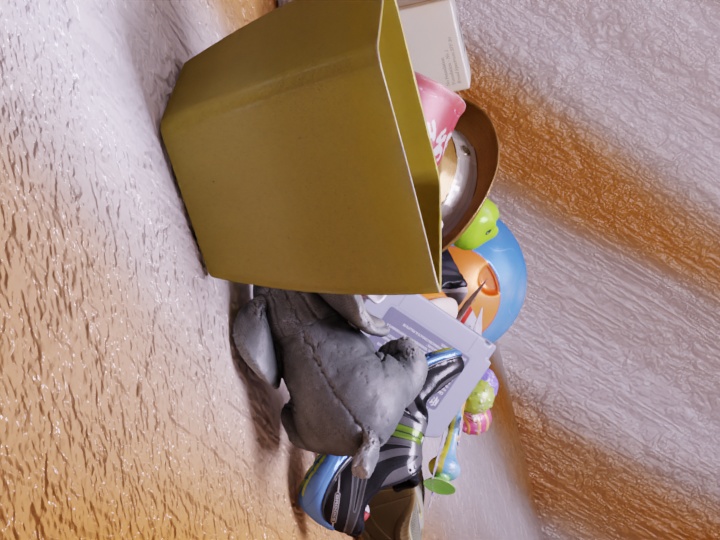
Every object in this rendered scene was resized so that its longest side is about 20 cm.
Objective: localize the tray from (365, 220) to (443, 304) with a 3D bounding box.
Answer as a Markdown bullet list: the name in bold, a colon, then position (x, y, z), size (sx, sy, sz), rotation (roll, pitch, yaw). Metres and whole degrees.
- **tray**: position (-0.027, -0.073, 1.295), size (0.200, 0.107, 0.022), rotation (46, -26, -10)

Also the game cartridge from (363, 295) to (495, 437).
- **game cartridge**: position (0.040, 0.089, 1.490), size (0.200, 0.133, 0.041), rotation (34, -3, -42)

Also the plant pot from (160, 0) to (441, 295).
- **plant pot**: position (-0.044, -0.096, 1.151), size (0.200, 0.176, 0.200), rotation (-84, 160, -61)

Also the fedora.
- **fedora**: position (0.047, -0.102, 1.503), size (0.082, 0.200, 0.201), rotation (31, 41, -39)

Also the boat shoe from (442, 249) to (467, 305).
- **boat shoe**: position (0.055, 0.034, 1.740), size (0.200, 0.075, 0.093), rotation (-51, -130, 44)

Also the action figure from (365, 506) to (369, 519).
- **action figure**: position (-0.019, 0.141, 1.372), size (0.099, 0.065, 0.200), rotation (-98, 176, -84)

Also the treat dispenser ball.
- **treat dispenser ball**: position (0.115, 0.010, 1.931), size (0.201, 0.201, 0.201), rotation (-11, 90, -81)

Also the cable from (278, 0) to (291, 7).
- **cable**: position (-0.043, -0.287, 1.727), size (0.200, 0.069, 0.200), rotation (55, 25, -68)

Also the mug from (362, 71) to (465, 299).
- **mug**: position (-0.017, -0.090, 1.387), size (0.133, 0.177, 0.200), rotation (99, 10, -84)

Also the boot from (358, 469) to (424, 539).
- **boot**: position (0.030, 0.224, 1.559), size (0.155, 0.072, 0.200), rotation (-80, 162, -65)

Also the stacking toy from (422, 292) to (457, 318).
- **stacking toy**: position (0.000, 0.000, 1.592), size (0.200, 0.146, 0.146), rotation (61, 4, 16)

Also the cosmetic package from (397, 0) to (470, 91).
- **cosmetic package**: position (0.007, -0.227, 1.555), size (0.073, 0.200, 0.104), rotation (-85, 161, -62)

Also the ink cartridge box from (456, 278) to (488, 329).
- **ink cartridge box**: position (0.092, 0.114, 1.668), size (0.160, 0.047, 0.200), rotation (-55, 178, -28)

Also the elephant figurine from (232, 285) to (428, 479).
- **elephant figurine**: position (-0.045, 0.048, 1.219), size (0.141, 0.155, 0.200), rotation (-42, 112, -33)

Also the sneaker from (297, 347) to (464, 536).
- **sneaker**: position (0.027, 0.150, 1.316), size (0.083, 0.200, 0.071), rotation (41, -20, -6)

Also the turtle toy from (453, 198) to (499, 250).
- **turtle toy**: position (0.066, -0.070, 1.766), size (0.146, 0.200, 0.101), rotation (127, -42, -75)

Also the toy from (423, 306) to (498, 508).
- **toy**: position (0.120, 0.155, 1.628), size (0.115, 0.047, 0.200), rotation (91, 19, -57)
